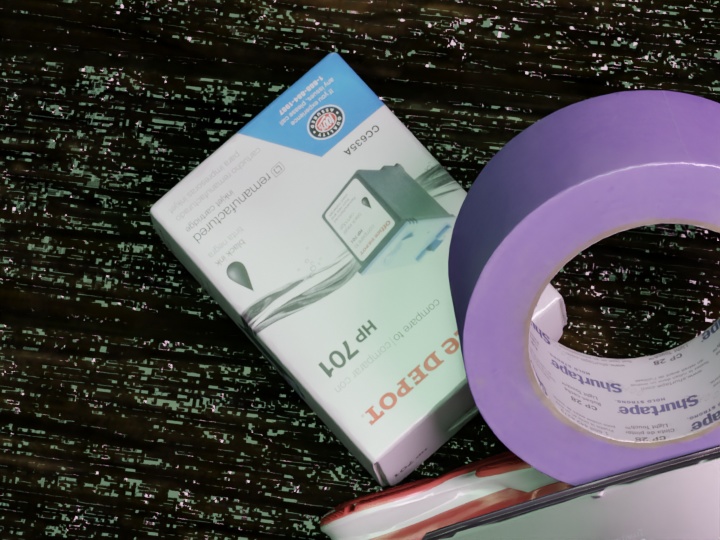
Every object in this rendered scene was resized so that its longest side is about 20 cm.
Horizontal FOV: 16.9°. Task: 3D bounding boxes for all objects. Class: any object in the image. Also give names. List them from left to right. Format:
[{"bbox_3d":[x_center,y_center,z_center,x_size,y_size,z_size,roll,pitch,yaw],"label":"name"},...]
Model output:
[{"bbox_3d":[0.000,0.000,1.393,0.146,0.086,0.200,-41,74,-6],"label":"ink cartridge box"},{"bbox_3d":[0.086,0.163,1.360,0.199,0.078,0.116,-15,90,3],"label":"sneaker"},{"bbox_3d":[0.138,0.171,1.264,0.199,0.021,0.128,-16,88,-1],"label":"keyboard"},{"bbox_3d":[0.148,0.013,1.268,0.199,0.201,0.085,-10,30,3],"label":"tape roll"}]
